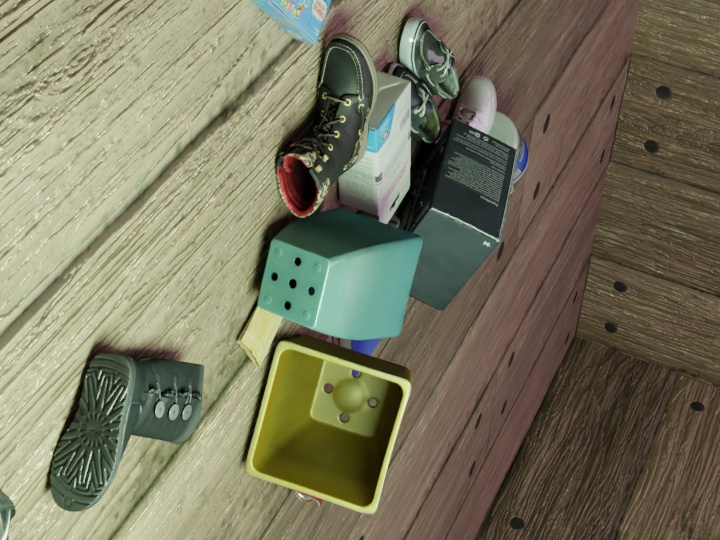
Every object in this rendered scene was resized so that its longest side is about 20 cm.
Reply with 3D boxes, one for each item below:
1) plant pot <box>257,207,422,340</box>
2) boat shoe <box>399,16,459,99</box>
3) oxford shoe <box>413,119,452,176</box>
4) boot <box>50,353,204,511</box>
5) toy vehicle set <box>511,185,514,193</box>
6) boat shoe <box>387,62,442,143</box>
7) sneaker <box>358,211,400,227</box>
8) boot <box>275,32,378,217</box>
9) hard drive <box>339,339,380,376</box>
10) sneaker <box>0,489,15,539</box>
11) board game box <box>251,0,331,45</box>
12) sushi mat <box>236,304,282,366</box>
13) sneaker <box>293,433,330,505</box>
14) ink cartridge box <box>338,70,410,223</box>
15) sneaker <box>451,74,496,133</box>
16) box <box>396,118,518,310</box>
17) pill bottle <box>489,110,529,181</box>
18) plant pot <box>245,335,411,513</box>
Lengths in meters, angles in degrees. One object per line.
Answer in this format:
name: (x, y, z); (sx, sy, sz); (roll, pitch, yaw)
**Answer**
plant pot: (-0.038, 0.008, 1.540); (0.199, 0.140, 0.143); (-7, 114, -61)
boat shoe: (0.110, -0.316, 1.778); (0.073, 0.070, 0.200); (-68, 161, -7)
oxford shoe: (0.111, -0.149, 1.980); (0.072, 0.071, 0.203); (-15, 119, -45)
boot: (-0.240, 0.170, 1.269); (0.200, 0.065, 0.167); (27, 84, -76)
toy vehicle set: (0.187, -0.107, 2.131); (0.200, 0.027, 0.124); (-41, 159, 0)
boat shoe: (0.081, -0.248, 1.778); (0.077, 0.060, 0.200); (-69, 162, -5)
sneaker: (0.000, 0.000, 1.756); (0.199, 0.080, 0.117); (-45, 147, -56)
boot: (-0.044, -0.176, 1.480); (0.151, 0.072, 0.201); (-55, 161, -41)
hard drive: (0.021, 0.075, 1.975); (0.201, 0.025, 0.133); (-54, 155, -42)
sneaker: (-0.352, 0.269, 1.013); (0.203, 0.070, 0.098); (-69, 159, -11)
board game box: (-0.053, -0.368, 1.312); (0.151, 0.036, 0.202); (22, 86, -72)
sushi mat: (-0.105, 0.025, 1.581); (0.202, 0.012, 0.096); (-65, 159, -21)
sneaker: (-0.062, 0.305, 1.894); (0.114, 0.071, 0.200); (-65, 168, 4)
ink cartridge box: (0.020, -0.163, 1.673); (0.116, 0.067, 0.201); (-57, 157, -36)
sneaker: (0.175, -0.235, 2.045); (0.115, 0.073, 0.203); (-23, 130, -70)
box: (0.135, -0.084, 1.836); (0.200, 0.123, 0.198); (125, -15, -48)
pill bottle: (0.255, -0.220, 2.227); (0.113, 0.111, 0.200); (-70, 162, -2)
plant pot: (-0.030, 0.199, 1.712); (0.200, 0.192, 0.198); (-42, 148, -77)
